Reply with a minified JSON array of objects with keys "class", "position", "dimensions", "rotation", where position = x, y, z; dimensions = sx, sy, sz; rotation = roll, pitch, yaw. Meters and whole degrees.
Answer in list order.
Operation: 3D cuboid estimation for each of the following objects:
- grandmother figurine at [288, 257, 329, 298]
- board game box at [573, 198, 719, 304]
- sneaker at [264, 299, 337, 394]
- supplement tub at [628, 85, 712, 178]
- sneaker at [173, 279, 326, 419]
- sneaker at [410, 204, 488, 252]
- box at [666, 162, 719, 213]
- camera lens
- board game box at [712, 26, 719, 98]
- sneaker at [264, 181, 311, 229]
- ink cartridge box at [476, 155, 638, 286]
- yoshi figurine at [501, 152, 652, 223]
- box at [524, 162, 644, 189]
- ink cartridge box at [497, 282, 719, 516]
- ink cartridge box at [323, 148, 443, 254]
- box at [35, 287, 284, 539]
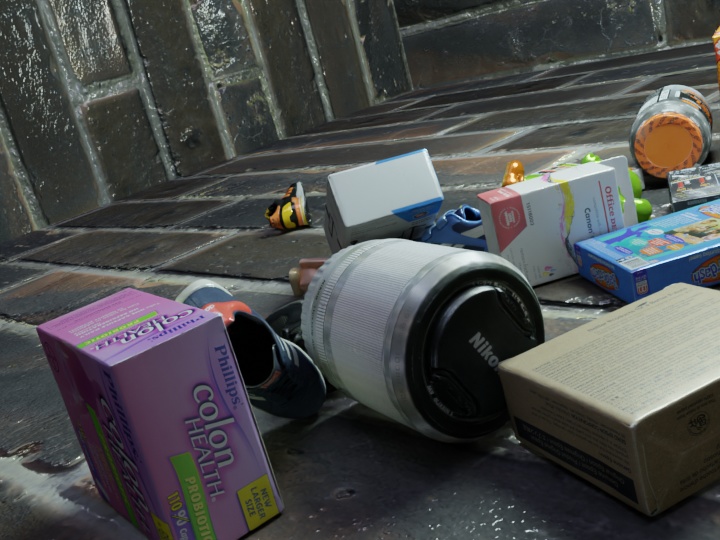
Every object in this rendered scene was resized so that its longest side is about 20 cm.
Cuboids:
[{"class":"grandmother figurine","position":[0.000,0.000,1.209],"dimensions":[0.198,0.061,0.121],"rotation":[-10,17,24]},{"class":"board game box","position":[0.364,-0.024,0.979],"dimensions":[0.198,0.045,0.152],"rotation":[-17,15,-5]},{"class":"sneaker","position":[-0.059,0.082,0.944],"dimensions":[0.198,0.077,0.114],"rotation":[6,16,39]},{"class":"supplement tub","position":[0.492,-0.218,1.377],"dimensions":[0.122,0.123,0.200],"rotation":[-7,18,25]},{"class":"sneaker","position":[-0.088,0.091,0.792],"dimensions":[0.075,0.200,0.084],"rotation":[-50,39,-5]},{"class":"sneaker","position":[0.129,-0.049,1.213],"dimensions":[0.199,0.083,0.074],"rotation":[-10,17,30]},{"class":"box","position":[0.502,-0.105,1.118],"dimensions":[0.198,0.050,0.158],"rotation":[-10,17,19]},{"class":"camera lens","position":[0.053,0.055,0.783],"dimensions":[0.159,0.161,0.200],"rotation":[-23,18,-26]},{"class":"board game box","position":[0.668,-0.296,1.340],"dimensions":[0.199,0.201,0.200],"rotation":[-6,19,29]},{"class":"sneaker","position":[-0.152,-0.130,1.768],"dimensions":[0.089,0.071,0.200],"rotation":[-13,18,-4]},{"class":"ink cartridge box","position":[0.256,-0.061,1.070],"dimensions":[0.198,0.117,0.068],"rotation":[-17,15,-4]},{"class":"yoshi figurine","position":[0.297,-0.102,1.188],"dimensions":[0.198,0.113,0.112],"rotation":[9,0,17]},{"class":"box","position":[0.345,-0.137,1.397],"dimensions":[0.109,0.035,0.200],"rotation":[-22,17,-21]},{"class":"ink cartridge box","position":[0.235,0.087,0.668],"dimensions":[0.199,0.076,0.165],"rotation":[-21,16,-19]},{"class":"ink cartridge box","position":[0.028,-0.080,1.252],"dimensions":[0.145,0.085,0.200],"rotation":[-17,-17,-9]},{"class":"box","position":[-0.175,0.123,0.737],"dimensions":[0.096,0.177,0.199],"rotation":[-25,19,-32]}]
